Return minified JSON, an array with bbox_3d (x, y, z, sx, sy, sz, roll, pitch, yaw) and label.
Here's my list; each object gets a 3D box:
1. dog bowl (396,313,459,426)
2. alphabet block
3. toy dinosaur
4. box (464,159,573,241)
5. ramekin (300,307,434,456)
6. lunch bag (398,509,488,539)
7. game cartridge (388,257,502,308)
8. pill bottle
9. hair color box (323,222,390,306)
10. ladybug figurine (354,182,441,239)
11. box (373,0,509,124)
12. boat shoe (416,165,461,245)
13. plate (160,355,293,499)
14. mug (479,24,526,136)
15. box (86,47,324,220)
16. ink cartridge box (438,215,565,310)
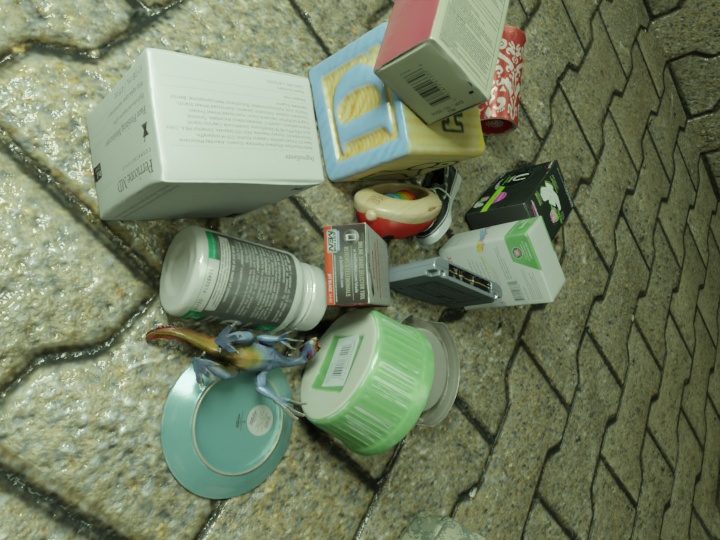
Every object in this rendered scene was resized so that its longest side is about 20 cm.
[{"bbox_3d":[0.092,0.174,0.919,0.199,0.059,0.201,8,78,-42],"label":"dog bowl"},{"bbox_3d":[0.061,-0.263,0.865,0.199,0.195,0.197,-11,93,-44],"label":"alphabet block"},{"bbox_3d":[-0.136,0.099,0.688,0.105,0.200,0.181,-60,163,4],"label":"toy dinosaur"},{"bbox_3d":[0.351,-0.131,1.141,0.200,0.148,0.125,-45,115,-38],"label":"box"},{"bbox_3d":[0.001,0.151,0.751,0.098,0.200,0.201,34,62,-26],"label":"ramekin"},{"bbox_3d":[0.136,0.514,0.835,0.200,0.167,0.140,-38,109,-39],"label":"lunch bag"},{"bbox_3d":[0.145,0.026,0.938,0.200,0.133,0.041,21,63,-40],"label":"game cartridge"},{"bbox_3d":[-0.146,0.019,0.684,0.199,0.113,0.114,16,73,-39],"label":"pill bottle"},{"bbox_3d":[0.000,0.000,0.789,0.200,0.064,0.112,28,59,-78],"label":"hair color box"},{"bbox_3d":[0.061,-0.101,0.891,0.200,0.135,0.072,-22,129,-53],"label":"ladybug figurine"},{"bbox_3d":[0.116,-0.332,0.724,0.128,0.109,0.201,31,64,-35],"label":"box"},{"bbox_3d":[0.142,-0.138,0.999,0.068,0.073,0.200,48,55,-32],"label":"boat shoe"},{"bbox_3d":[-0.166,0.202,0.700,0.200,0.026,0.201,9,77,-41],"label":"plate"},{"bbox_3d":[0.310,-0.409,1.161,0.177,0.133,0.201,8,82,-40],"label":"mug"},{"bbox_3d":[-0.184,-0.142,0.614,0.199,0.198,0.131,-8,89,-43],"label":"box"},{"bbox_3d":[0.273,-0.009,1.018,0.087,0.199,0.146,-41,110,-42],"label":"ink cartridge box"}]
